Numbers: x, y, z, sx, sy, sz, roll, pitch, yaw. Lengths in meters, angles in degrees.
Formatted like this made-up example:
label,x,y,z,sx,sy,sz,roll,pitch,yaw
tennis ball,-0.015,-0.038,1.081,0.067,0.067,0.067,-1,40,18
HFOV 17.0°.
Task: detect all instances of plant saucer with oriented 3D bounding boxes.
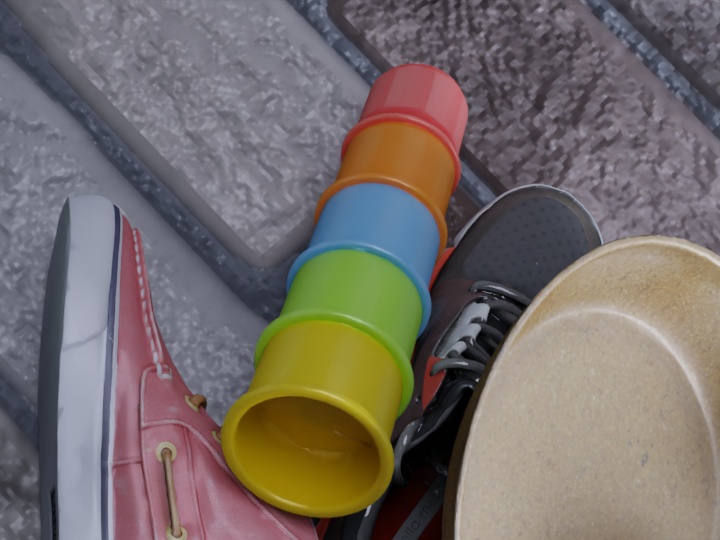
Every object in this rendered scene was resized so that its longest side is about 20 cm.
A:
label,x,y,z,sx,sy,sz,roll,pitch,yaw
plant saucer,0.090,0.088,0.849,0.199,0.035,0.202,-1,91,-44

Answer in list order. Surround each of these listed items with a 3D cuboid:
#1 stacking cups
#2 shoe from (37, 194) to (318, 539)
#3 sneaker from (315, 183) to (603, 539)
label,x,y,z,sx,sy,sz,roll,pitch,yaw
stacking cups,0.000,0.000,0.871,0.060,0.061,0.201,21,40,-4
shoe,-0.065,0.072,0.848,0.090,0.071,0.201,2,72,-14
sneaker,0.047,0.048,0.873,0.077,0.082,0.201,25,65,-1
